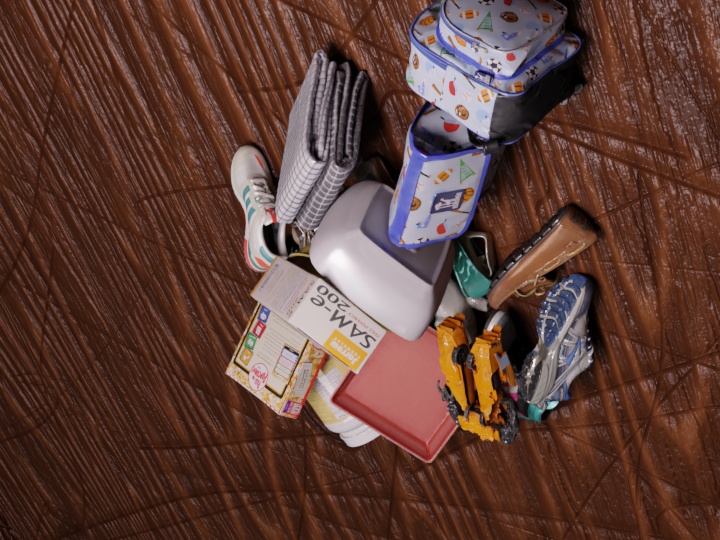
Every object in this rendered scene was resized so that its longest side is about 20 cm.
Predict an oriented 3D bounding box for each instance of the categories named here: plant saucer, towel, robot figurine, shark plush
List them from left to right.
[{"bbox_3d":[-0.055,-0.180,1.649,0.084,0.203,0.166,14,147,-13],"label":"towel"},{"bbox_3d":[0.083,0.176,1.856,0.198,0.037,0.201,32,109,-7],"label":"plant saucer"},{"bbox_3d":[0.107,0.036,1.784,0.199,0.091,0.083,41,172,-3],"label":"shark plush"},{"bbox_3d":[0.175,0.165,1.718,0.144,0.058,0.202,19,135,40],"label":"robot figurine"}]

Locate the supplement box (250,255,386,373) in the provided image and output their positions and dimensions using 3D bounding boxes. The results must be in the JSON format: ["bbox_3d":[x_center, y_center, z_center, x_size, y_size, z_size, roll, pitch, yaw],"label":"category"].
[{"bbox_3d":[-0.061,0.056,1.605,0.126,0.074,0.200,38,175,-23],"label":"supplement box"}]

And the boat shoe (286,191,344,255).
[{"bbox_3d":[-0.071,-0.053,1.836,0.200,0.072,0.075,-50,60,51],"label":"boat shoe"}]

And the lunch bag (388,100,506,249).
[{"bbox_3d":[0.112,-0.139,1.520,0.123,0.200,0.171,31,138,15],"label":"lunch bag"}]

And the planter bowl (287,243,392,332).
[{"bbox_3d":[0.000,0.000,1.675,0.198,0.084,0.201,28,164,9],"label":"planter bowl"}]

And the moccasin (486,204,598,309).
[{"bbox_3d":[0.248,-0.007,1.614,0.078,0.074,0.201,40,124,-5],"label":"moccasin"}]

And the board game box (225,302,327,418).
[{"bbox_3d":[-0.119,0.110,1.868,0.151,0.202,0.046,30,-174,41],"label":"board game box"}]

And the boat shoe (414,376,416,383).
[{"bbox_3d":[0.083,0.155,1.907,0.202,0.060,0.072,48,140,-3],"label":"boat shoe"}]

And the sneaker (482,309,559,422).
[{"bbox_3d":[0.250,0.152,1.738,0.120,0.084,0.202,18,141,36],"label":"sneaker"}]

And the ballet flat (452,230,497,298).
[{"bbox_3d":[0.144,-0.054,1.683,0.070,0.068,0.202,-22,109,23],"label":"ballet flat"}]

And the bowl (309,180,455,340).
[{"bbox_3d":[0.043,-0.027,1.577,0.199,0.201,0.075,37,129,-8],"label":"bowl"}]

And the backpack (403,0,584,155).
[{"bbox_3d":[0.149,-0.257,1.406,0.189,0.199,0.156,26,133,31],"label":"backpack"}]

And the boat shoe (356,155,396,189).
[{"bbox_3d":[0.058,-0.072,1.727,0.075,0.073,0.203,-20,93,62],"label":"boat shoe"}]

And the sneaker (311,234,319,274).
[{"bbox_3d":[-0.010,0.027,1.816,0.074,0.088,0.199,-26,132,30],"label":"sneaker"}]

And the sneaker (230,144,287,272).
[{"bbox_3d":[-0.148,-0.101,1.836,0.093,0.069,0.204,-9,89,56],"label":"sneaker"}]

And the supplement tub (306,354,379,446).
[{"bbox_3d":[-0.029,0.177,1.957,0.144,0.145,0.201,-21,109,48],"label":"supplement tub"}]

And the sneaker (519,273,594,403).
[{"bbox_3d":[0.293,0.098,1.659,0.084,0.077,0.203,10,114,-20],"label":"sneaker"}]
